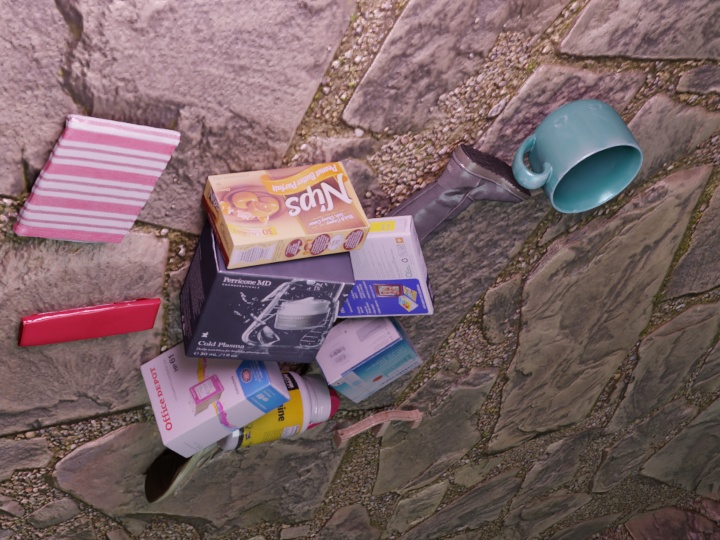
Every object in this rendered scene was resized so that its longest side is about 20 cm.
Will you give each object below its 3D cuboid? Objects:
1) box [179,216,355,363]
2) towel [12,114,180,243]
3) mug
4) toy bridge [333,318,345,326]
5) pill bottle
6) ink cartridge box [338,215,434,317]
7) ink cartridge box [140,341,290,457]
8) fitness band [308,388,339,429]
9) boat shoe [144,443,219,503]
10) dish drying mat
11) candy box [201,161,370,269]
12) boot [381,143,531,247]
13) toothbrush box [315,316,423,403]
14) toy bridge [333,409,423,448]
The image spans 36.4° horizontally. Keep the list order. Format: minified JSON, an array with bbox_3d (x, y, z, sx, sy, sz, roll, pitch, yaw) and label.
[{"bbox_3d":[-0.136,0.023,1.534,0.197,0.125,0.198,4,139,-22],"label":"box"},{"bbox_3d":[-0.321,-0.108,1.321,0.145,0.030,0.201,4,137,-41],"label":"towel"},{"bbox_3d":[0.312,-0.179,1.596,0.152,0.116,0.184,-40,146,26],"label":"mug"},{"bbox_3d":[-0.016,0.049,1.795,0.066,0.028,0.201,-7,147,-29],"label":"toy bridge"},{"bbox_3d":[-0.156,0.238,1.900,0.197,0.114,0.113,-9,147,-28],"label":"pill bottle"},{"bbox_3d":[0.000,0.000,1.656,0.196,0.048,0.199,-1,143,15],"label":"ink cartridge box"},{"bbox_3d":[-0.230,0.177,1.715,0.198,0.146,0.085,-30,150,8],"label":"ink cartridge box"},{"bbox_3d":[-0.134,0.266,2.043,0.197,0.038,0.144,-15,151,-16],"label":"fitness band"},{"bbox_3d":[-0.327,0.360,2.008,0.063,0.074,0.201,15,124,-42],"label":"boat shoe"},{"bbox_3d":[-0.387,0.074,1.564,0.197,0.018,0.077,-9,147,-29],"label":"dish drying mat"},{"bbox_3d":[-0.098,-0.075,1.447,0.197,0.117,0.056,-8,148,-27],"label":"candy box"},{"bbox_3d":[0.137,-0.090,1.649,0.180,0.073,0.201,22,121,-35],"label":"boot"},{"bbox_3d":[0.011,0.141,1.868,0.145,0.086,0.200,-31,160,3],"label":"toothbrush box"},{"bbox_3d":[0.043,0.314,2.241,0.197,0.027,0.068,-11,147,-26],"label":"toy bridge"}]
